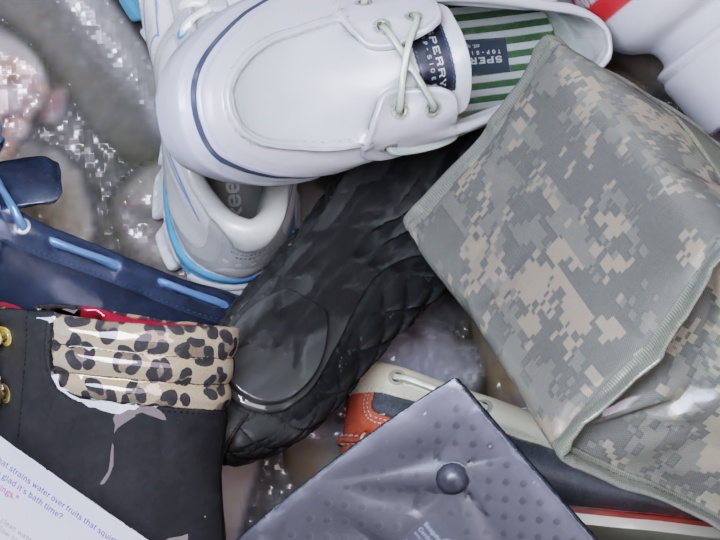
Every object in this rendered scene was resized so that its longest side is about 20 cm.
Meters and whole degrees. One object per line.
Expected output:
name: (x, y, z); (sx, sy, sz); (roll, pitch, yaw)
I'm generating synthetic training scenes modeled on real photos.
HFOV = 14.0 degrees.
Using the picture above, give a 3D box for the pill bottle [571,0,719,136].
pill bottle: (0.117, -0.160, 1.184); (0.114, 0.114, 0.200); (-36, 88, -15)

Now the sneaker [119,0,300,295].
sneaker: (-0.054, -0.094, 1.154); (0.075, 0.087, 0.200); (-10, 81, -11)

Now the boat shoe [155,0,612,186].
boat shoe: (0.014, -0.081, 1.112); (0.200, 0.067, 0.074); (-20, 100, -43)

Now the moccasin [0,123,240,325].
moccasin: (-0.135, -0.016, 1.133); (0.200, 0.080, 0.068); (33, 90, -17)

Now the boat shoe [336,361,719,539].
boat shoe: (0.089, 0.077, 1.162); (0.200, 0.071, 0.063); (7, 76, -6)

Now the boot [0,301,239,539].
boot: (-0.135, 0.086, 1.079); (0.200, 0.073, 0.151); (5, 92, 14)

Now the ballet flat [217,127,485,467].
ballet flat: (0.000, 0.000, 1.153); (0.066, 0.057, 0.200); (42, 55, 7)

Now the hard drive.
hard drive: (0.002, 0.147, 1.111); (0.200, 0.042, 0.135); (-41, 89, 9)

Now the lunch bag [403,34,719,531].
lunch bag: (0.142, 0.024, 1.101); (0.200, 0.164, 0.118); (29, 108, -34)

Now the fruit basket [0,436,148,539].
fruit basket: (-0.115, 0.182, 0.998); (0.185, 0.094, 0.200); (36, 65, -18)
